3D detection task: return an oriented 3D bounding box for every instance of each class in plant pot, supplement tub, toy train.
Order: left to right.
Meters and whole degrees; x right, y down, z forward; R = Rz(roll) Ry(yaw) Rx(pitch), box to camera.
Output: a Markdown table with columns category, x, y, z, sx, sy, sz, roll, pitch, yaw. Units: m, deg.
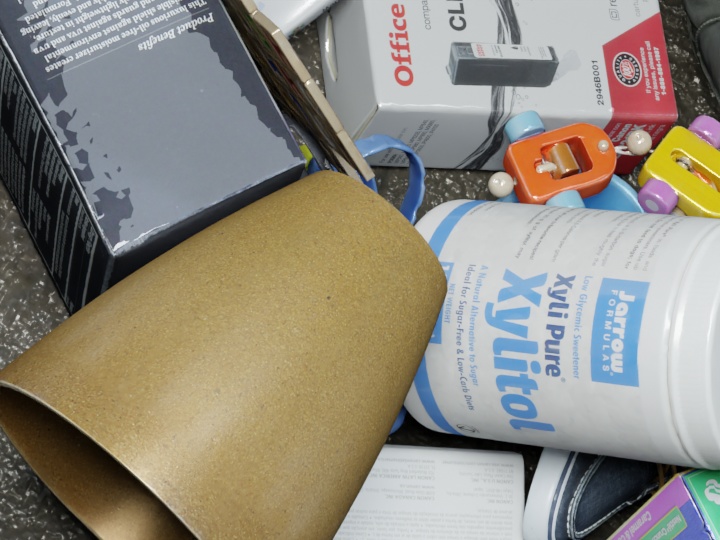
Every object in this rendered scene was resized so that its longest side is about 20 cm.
| category | x | y | z | sx | sy | sz | roll | pitch | yaw |
| --- | --- | --- | --- | --- | --- | --- | --- | --- | --- |
| plant pot | -0.054 | 0.050 | 1.229 | 0.186 | 0.186 | 0.200 | 41 | 72 | 2 |
| supplement tub | 0.125 | 0.032 | 1.320 | 0.132 | 0.199 | 0.133 | -10 | 102 | -55 |
| toy train | 0.168 | -0.012 | 1.445 | 0.149 | 0.056 | 0.201 | -22 | 69 | -17 |

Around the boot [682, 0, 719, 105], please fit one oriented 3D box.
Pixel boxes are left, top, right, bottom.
| category | x | y | z | sx | sy | sz | roll | pitch | yaw |
| --- | --- | --- | --- | --- | --- | --- | --- | --- | --- |
| boot | 0.235 | -0.130 | 1.496 | 0.072 | 0.182 | 0.201 | -19 | 40 | 12 |

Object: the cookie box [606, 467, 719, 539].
| category | x | y | z | sx | sy | sz | roll | pitch | yaw |
| --- | --- | --- | --- | --- | --- | --- | --- | --- | --- |
| cookie box | 0.240 | 0.142 | 1.400 | 0.199 | 0.171 | 0.076 | -21 | 73 | -27 |

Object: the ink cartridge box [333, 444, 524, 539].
| category | x | y | z | sx | sy | sz | roll | pitch | yaw |
| --- | --- | --- | --- | --- | --- | --- | --- | --- | --- |
| ink cartridge box | 0.012 | 0.198 | 1.376 | 0.161 | 0.050 | 0.202 | 4 | 83 | -19 |

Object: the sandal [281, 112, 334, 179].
| category | x | y | z | sx | sy | sz | roll | pitch | yaw |
| --- | --- | --- | --- | --- | --- | --- | --- | --- | --- |
| sandal | -0.037 | -0.056 | 1.374 | 0.043 | 0.076 | 0.201 | -20 | 54 | -15 |

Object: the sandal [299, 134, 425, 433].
| category | x | y | z | sx | sy | sz | roll | pitch | yaw |
| --- | --- | --- | --- | --- | --- | --- | --- | --- | --- |
| sandal | 0.000 | 0.000 | 1.405 | 0.079 | 0.087 | 0.201 | 18 | 53 | -39 |

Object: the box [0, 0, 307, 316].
| category | x | y | z | sx | sy | sz | roll | pitch | yaw |
| --- | --- | --- | --- | --- | --- | --- | --- | --- | --- |
| box | -0.133 | -0.087 | 1.338 | 0.123 | 0.200 | 0.199 | -25 | 79 | -15 |

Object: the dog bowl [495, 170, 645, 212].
| category | x | y | z | sx | sy | sz | roll | pitch | yaw |
| --- | --- | --- | --- | --- | --- | --- | --- | --- | --- |
| dog bowl | 0.098 | 0.006 | 1.478 | 0.199 | 0.050 | 0.112 | -30 | 80 | -29 |

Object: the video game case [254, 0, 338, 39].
| category | x | y | z | sx | sy | sz | roll | pitch | yaw |
| --- | --- | --- | --- | --- | --- | --- | --- | --- | --- |
| video game case | -0.069 | -0.241 | 1.462 | 0.182 | 0.024 | 0.201 | -37 | 82 | 4 |

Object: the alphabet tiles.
| category | x | y | z | sx | sy | sz | roll | pitch | yaw |
| --- | --- | --- | --- | --- | --- | --- | --- | --- | --- |
| alphabet tiles | -0.051 | -0.117 | 1.338 | 0.008 | 0.200 | 0.168 | -36 | 118 | -4 |

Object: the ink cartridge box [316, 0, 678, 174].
| category | x | y | z | sx | sy | sz | roll | pitch | yaw |
| --- | --- | --- | --- | --- | --- | --- | --- | --- | --- |
| ink cartridge box | 0.081 | -0.142 | 1.517 | 0.198 | 0.084 | 0.145 | 0 | 67 | -18 |

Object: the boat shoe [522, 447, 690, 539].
| category | x | y | z | sx | sy | sz | roll | pitch | yaw |
| --- | --- | --- | --- | --- | --- | --- | --- | --- | --- |
| boat shoe | 0.175 | 0.099 | 1.422 | 0.090 | 0.071 | 0.200 | 20 | 45 | 26 |
